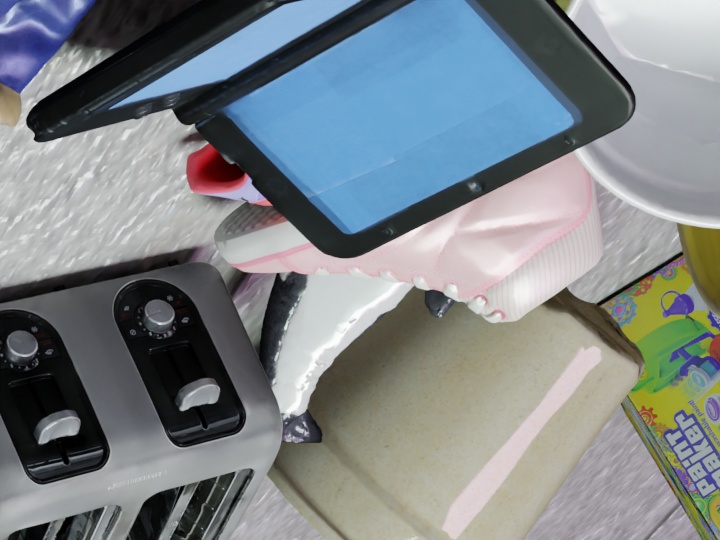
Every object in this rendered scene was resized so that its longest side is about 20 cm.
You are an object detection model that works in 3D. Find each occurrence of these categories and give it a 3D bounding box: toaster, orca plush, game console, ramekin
[{"bbox_3d":[-0.161,0.104,1.407,0.181,0.119,0.200,-12,149,-32],"label":"toaster"},{"bbox_3d":[0.000,0.000,1.438,0.105,0.071,0.200,15,107,-5],"label":"orca plush"},{"bbox_3d":[-0.013,-0.070,1.162,0.200,0.117,0.176,-27,176,38],"label":"game console"},{"bbox_3d":[0.187,-0.129,1.296,0.200,0.105,0.200,-1,128,-1],"label":"ramekin"}]

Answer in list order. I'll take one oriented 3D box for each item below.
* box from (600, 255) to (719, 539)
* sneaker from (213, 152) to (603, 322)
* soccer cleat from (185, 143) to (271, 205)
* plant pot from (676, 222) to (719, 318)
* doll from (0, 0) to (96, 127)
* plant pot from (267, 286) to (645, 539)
[{"bbox_3d":[0.260,0.112,1.765,0.122,0.200,0.193,-31,155,2],"label":"box"},{"bbox_3d":[0.031,-0.010,1.357,0.200,0.075,0.105,-17,110,6],"label":"sneaker"},{"bbox_3d":[-0.030,-0.099,1.252,0.076,0.067,0.200,-6,147,-21],"label":"soccer cleat"},{"bbox_3d":[0.281,-0.047,1.440,0.188,0.201,0.201,-7,148,-13],"label":"plant pot"},{"bbox_3d":[-0.106,-0.148,1.098,0.200,0.048,0.136,-45,149,18],"label":"doll"},{"bbox_3d":[0.059,0.076,1.535,0.184,0.200,0.200,-48,151,9],"label":"plant pot"}]
